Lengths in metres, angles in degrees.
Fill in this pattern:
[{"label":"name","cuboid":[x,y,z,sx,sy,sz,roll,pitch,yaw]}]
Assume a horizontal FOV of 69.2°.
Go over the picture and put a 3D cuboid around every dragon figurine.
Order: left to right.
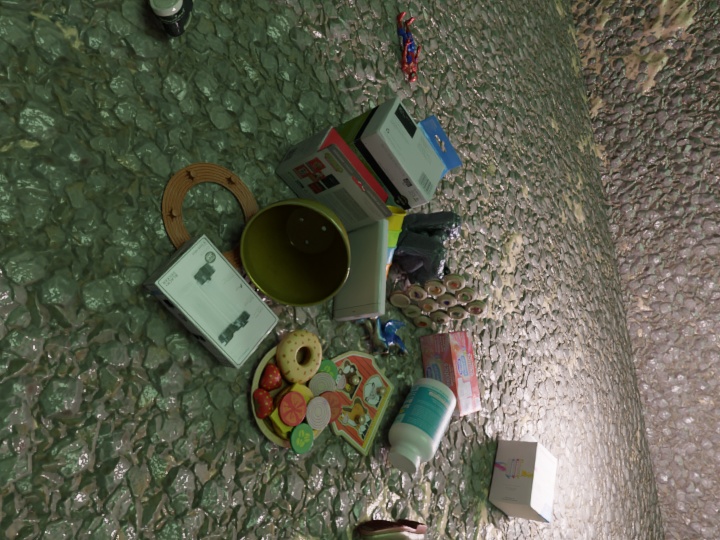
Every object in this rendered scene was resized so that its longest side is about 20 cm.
[{"label":"dragon figurine","cuboid":[0.065,0.144,1.190,0.199,0.059,0.100,17,68,-43]}]

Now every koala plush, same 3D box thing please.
[{"label":"koala plush","cuboid":[0.155,-0.023,1.284,0.178,0.182,0.201,-58,142,-39]}]

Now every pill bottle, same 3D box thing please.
[{"label":"pill bottle","cuboid":[0.133,0.349,1.173,0.111,0.110,0.200,57,45,-21]}]

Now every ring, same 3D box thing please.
[{"label":"ring","cuboid":[-0.256,-0.096,0.931,0.200,0.019,0.202,14,71,-44]}]

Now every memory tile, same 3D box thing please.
[{"label":"memory tile","cuboid":[0.182,0.077,1.231,0.153,0.199,0.017,46,42,-31]}]

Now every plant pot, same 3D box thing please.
[{"label":"plant pot","cuboid":[-0.108,-0.054,0.978,0.201,0.199,0.142,59,19,-19]}]

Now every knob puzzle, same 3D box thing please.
[{"label":"knob puzzle","cuboid":[-0.007,0.259,1.103,0.219,0.030,0.222,14,70,-44]}]

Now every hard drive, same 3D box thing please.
[{"label":"hard drive","cuboid":[0.000,0.000,1.101,0.027,0.131,0.202,21,65,-42]}]

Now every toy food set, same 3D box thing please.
[{"label":"toy food set","cuboid":[-0.115,0.229,0.975,0.199,0.048,0.200,57,47,-19]}]

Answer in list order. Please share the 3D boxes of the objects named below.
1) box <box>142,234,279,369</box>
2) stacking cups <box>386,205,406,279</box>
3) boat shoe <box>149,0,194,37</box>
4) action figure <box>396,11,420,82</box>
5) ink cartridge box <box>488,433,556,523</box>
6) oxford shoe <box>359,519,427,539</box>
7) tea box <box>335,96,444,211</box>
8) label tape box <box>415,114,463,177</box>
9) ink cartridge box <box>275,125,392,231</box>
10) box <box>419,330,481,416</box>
[{"label":"box","cuboid":[-0.242,0.054,0.863,0.200,0.060,0.117,52,57,-25]},{"label":"stacking cups","cuboid":[0.055,-0.040,1.158,0.060,0.060,0.202,-15,123,-48]},{"label":"boat shoe","cuboid":[-0.327,-0.500,0.925,0.060,0.073,0.201,85,-3,-61]},{"label":"action figure","cuboid":[0.140,-0.631,1.483,0.065,0.051,0.202,6,78,-50]},{"label":"ink cartridge box","cuboid":[0.459,0.573,1.461,0.129,0.125,0.201,45,51,-31]},{"label":"oxford shoe","cuboid":[0.071,0.562,1.083,0.199,0.070,0.075,25,68,-40]},{"label":"tea box","cuboid":[0.043,-0.238,1.161,0.200,0.196,0.134,48,49,-27]},{"label":"label tape box","cuboid":[0.121,-0.263,1.249,0.145,0.199,0.063,52,47,-24]},{"label":"ink cartridge box","cuboid":[-0.040,-0.184,1.073,0.200,0.175,0.084,46,50,-30]},{"label":"box","cuboid":[0.225,0.257,1.309,0.102,0.094,0.202,0,79,-47]}]
